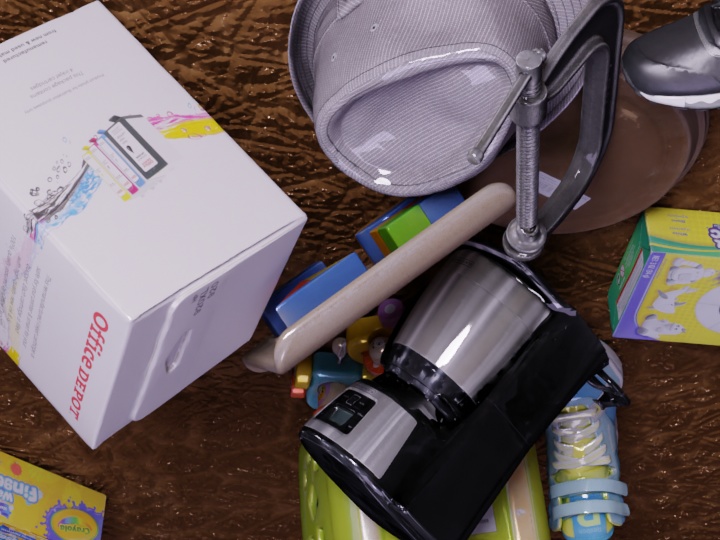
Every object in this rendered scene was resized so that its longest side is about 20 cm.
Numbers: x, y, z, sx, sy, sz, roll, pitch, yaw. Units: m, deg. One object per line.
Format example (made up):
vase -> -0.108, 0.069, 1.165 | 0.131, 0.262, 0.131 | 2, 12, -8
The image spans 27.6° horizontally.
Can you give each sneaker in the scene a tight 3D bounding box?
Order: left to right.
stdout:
sneaker -> 0.187, 0.150, 1.227 | 0.079, 0.131, 0.201 | -7, 143, 13
sneaker -> 0.250, -0.161, 0.867 | 0.198, 0.076, 0.088 | -12, 133, 6

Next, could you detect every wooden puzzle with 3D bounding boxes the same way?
wooden puzzle -> 0.000, 0.000, 0.977 | 0.185, 0.046, 0.200 | -36, -179, -11

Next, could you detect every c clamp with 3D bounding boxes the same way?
c clamp -> 0.109, -0.076, 0.868 | 0.027, 0.171, 0.200 | 25, 156, 22

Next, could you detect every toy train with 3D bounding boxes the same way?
toy train -> 0.034, 0.094, 1.218 | 0.199, 0.056, 0.150 | -28, 135, 32

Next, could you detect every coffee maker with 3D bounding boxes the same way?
coffee maker -> 0.082, 0.109, 1.072 | 0.192, 0.200, 0.135 | 41, 168, -6

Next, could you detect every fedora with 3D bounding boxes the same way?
fedora -> 0.044, -0.115, 0.878 | 0.199, 0.091, 0.177 | -24, 125, 28

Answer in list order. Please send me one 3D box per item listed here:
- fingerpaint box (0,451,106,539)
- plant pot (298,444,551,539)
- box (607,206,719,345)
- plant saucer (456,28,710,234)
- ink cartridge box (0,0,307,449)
fingerpaint box -> -0.374, 0.237, 1.405 | 0.199, 0.074, 0.166 | 30, 136, -34
plant pot -> 0.057, 0.211, 1.208 | 0.198, 0.201, 0.182 | -5, 160, -7
box -> 0.298, 0.011, 1.108 | 0.198, 0.049, 0.118 | 3, 144, -5
plant saucer -> 0.138, -0.086, 0.994 | 0.198, 0.030, 0.201 | 0, 144, 0
ink cartridge box -> -0.162, -0.029, 0.900 | 0.200, 0.144, 0.148 | 46, 143, 14
